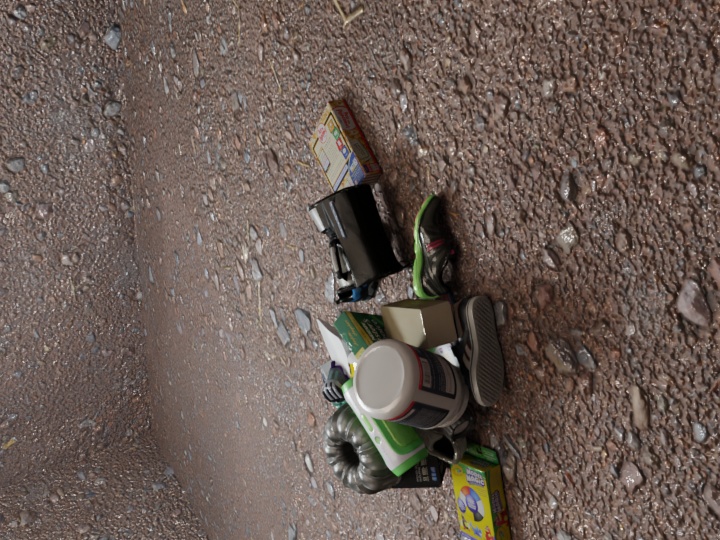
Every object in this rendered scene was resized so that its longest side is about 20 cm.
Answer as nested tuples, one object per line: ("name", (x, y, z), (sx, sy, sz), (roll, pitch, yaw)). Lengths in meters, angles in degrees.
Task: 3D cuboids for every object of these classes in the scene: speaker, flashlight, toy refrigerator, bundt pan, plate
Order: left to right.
("plate", (-0.035, 0.224, 1.811), (0.199, 0.032, 0.202), (27, 140, 67))
("bundt pan", (-0.005, 0.371, 1.518), (0.201, 0.075, 0.204), (19, 117, 41))
("speaker", (0.046, 0.290, 1.421), (0.201, 0.088, 0.089), (56, 145, 14))
("toy refrigerator", (0.112, 0.100, 1.427), (0.200, 0.069, 0.077), (176, 81, -71))
("flashlight", (0.146, 0.246, 1.465), (0.200, 0.067, 0.068), (48, 165, 39))

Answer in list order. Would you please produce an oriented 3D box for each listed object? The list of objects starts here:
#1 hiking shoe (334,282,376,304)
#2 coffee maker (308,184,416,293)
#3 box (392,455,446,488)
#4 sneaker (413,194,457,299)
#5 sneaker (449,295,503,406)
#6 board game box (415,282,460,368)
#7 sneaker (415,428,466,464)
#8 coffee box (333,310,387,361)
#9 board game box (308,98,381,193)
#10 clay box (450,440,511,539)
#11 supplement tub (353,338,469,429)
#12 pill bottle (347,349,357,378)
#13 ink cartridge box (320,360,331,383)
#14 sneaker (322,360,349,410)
("hiking shoe", (0.000, 0.000, 1.654), (0.074, 0.086, 0.202), (47, 140, 38))
("coffee maker", (0.008, -0.076, 1.545), (0.135, 0.190, 0.202), (-28, -82, -86))
("box", (0.089, 0.357, 1.584), (0.162, 0.086, 0.203), (-5, 102, 15))
("sneaker", (0.146, -0.046, 1.423), (0.083, 0.077, 0.203), (1, 96, 14))
("sneaker", (0.214, 0.150, 1.378), (0.079, 0.078, 0.203), (-10, 84, 55))
("board game box", (0.163, 0.148, 1.496), (0.153, 0.040, 0.202), (-44, 65, 56))
("sneaker", (0.129, 0.311, 1.464), (0.199, 0.099, 0.078), (33, 98, 2))
("coffee box", (0.044, 0.148, 1.543), (0.044, 0.199, 0.123), (-49, 56, 22))
("board game box", (-0.039, -0.254, 1.646), (0.202, 0.046, 0.152), (64, 148, 18))
("clay box", (0.240, 0.455, 1.497), (0.114, 0.047, 0.203), (2, 106, 58))
("supplement tub", (0.095, 0.211, 1.342), (0.139, 0.199, 0.142), (-16, 63, 36))
("pill bottle", (0.032, 0.235, 1.680), (0.114, 0.113, 0.203), (0, 102, 59))
("ink cartridge box", (-0.041, 0.337, 1.892), (0.201, 0.039, 0.100), (56, 164, 29))
("sneaker", (-0.023, 0.302, 1.759), (0.088, 0.074, 0.201), (-81, -28, -43))
